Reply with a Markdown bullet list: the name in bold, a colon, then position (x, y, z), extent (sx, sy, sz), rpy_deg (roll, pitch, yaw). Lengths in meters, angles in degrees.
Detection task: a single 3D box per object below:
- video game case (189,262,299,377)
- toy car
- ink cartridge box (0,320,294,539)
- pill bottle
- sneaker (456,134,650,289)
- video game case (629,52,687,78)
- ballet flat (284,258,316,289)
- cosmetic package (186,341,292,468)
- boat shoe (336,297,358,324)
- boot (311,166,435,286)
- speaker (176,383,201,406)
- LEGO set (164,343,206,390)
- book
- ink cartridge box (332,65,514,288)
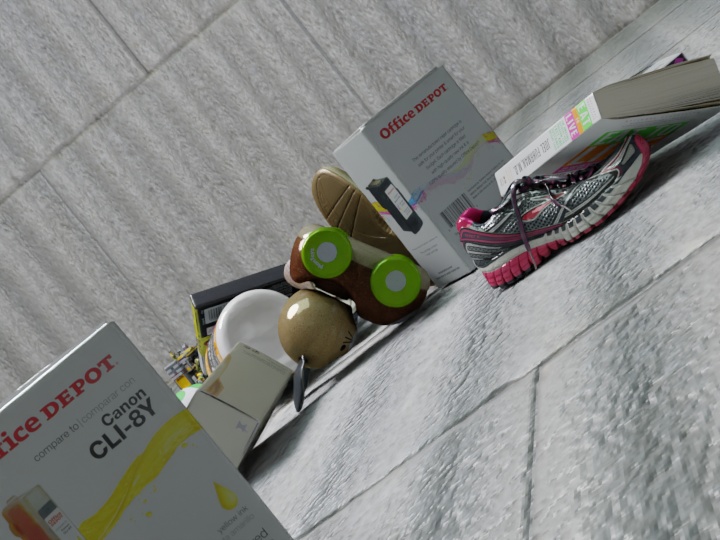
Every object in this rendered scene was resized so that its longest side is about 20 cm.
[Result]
- **video game case**: position (-0.124, 0.058, 1.865), extent (0.200, 0.026, 0.181), rpy_deg (-19, -31, -13)
- **toy car**: position (-0.026, 0.061, 1.548), extent (0.164, 0.158, 0.200), rpy_deg (-53, -14, -88)
- **ink cartridge box**: position (-0.152, 0.151, 0.882), extent (0.145, 0.200, 0.083), rpy_deg (-40, 4, -11)
- **pill bottle**: position (-0.134, 0.105, 1.755), extent (0.116, 0.116, 0.200), rpy_deg (-40, -6, -22)
- **sneaker**: position (0.171, -0.060, 1.241), extent (0.200, 0.075, 0.081), rpy_deg (-35, 4, 29)
- **video game case**: position (0.298, -0.182, 1.718), extent (0.200, 0.036, 0.181), rpy_deg (-39, 4, -9)
- **ballet flat**: position (0.000, 0.000, 1.716), extent (0.200, 0.068, 0.067), rpy_deg (-9, 26, 9)
- **cosmetic package**: position (-0.135, 0.152, 1.424), extent (0.105, 0.071, 0.200), rpy_deg (-62, -1, 11)
- **boat shoe**: position (-0.046, 0.073, 1.763), extent (0.075, 0.062, 0.200), rpy_deg (-23, 6, -24)
- **boot**: position (0.053, -0.079, 1.695), extent (0.155, 0.200, 0.072), rpy_deg (-41, -18, -47)
- **speaker**: position (-0.248, 0.226, 1.736), extent (0.088, 0.088, 0.200), rpy_deg (-34, 6, 47)
- **LEGO set**: position (-0.264, 0.168, 2.256), extent (0.154, 0.116, 0.200), rpy_deg (-35, 6, 39)
- **book**: position (0.222, -0.124, 1.272), extent (0.133, 0.048, 0.200), rpy_deg (-13, -11, -22)
- **ink cartridge box**: position (0.090, -0.107, 1.579), extent (0.146, 0.200, 0.083), rpy_deg (-41, 5, -30)
